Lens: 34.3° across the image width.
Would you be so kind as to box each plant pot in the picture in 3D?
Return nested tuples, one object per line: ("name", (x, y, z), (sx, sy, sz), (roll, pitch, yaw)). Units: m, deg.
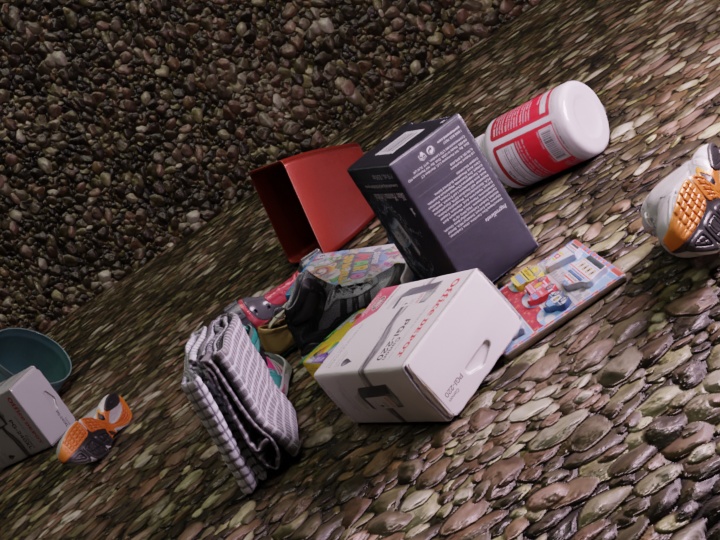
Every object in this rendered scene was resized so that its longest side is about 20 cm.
("plant pot", (-0.804, 0.252, 2.774), (0.135, 0.199, 0.201), (-59, 2, 24))
("plant pot", (-0.073, -0.146, 2.267), (0.175, 0.202, 0.199), (-28, 9, -22))

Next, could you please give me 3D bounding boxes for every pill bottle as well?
("pill bottle", (0.254, -0.189, 1.708), (0.199, 0.113, 0.112), (-23, 17, 44))

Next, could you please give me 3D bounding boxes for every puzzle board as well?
("puzzle board", (0.200, 0.024, 1.290), (0.150, 0.017, 0.200), (-35, 13, 3))

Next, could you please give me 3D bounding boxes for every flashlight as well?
("flashlight", (-0.141, 0.037, 2.028), (0.199, 0.068, 0.068), (-37, 11, -1))

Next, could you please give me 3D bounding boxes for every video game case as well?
("video game case", (0.000, 0.000, 1.752), (0.198, 0.018, 0.143), (-7, 23, 22))

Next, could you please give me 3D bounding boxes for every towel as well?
("towel", (-0.143, 0.149, 1.403), (0.085, 0.167, 0.200), (-28, 13, 1))

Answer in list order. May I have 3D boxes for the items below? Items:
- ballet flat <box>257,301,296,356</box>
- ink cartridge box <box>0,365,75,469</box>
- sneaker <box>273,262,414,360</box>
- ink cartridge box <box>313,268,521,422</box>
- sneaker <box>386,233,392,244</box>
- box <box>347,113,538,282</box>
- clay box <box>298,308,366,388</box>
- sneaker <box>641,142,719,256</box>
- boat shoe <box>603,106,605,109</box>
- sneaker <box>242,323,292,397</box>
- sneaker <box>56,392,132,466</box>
("ballet flat", (-0.070, 0.056, 1.780), (0.199, 0.063, 0.069), (-37, 13, -6))
("ink cartridge box", (-0.688, 0.296, 2.339), (0.199, 0.146, 0.083), (-26, 15, 37))
("sneaker", (-0.026, 0.032, 1.614), (0.200, 0.114, 0.075), (-40, 13, -3))
("ink cartridge box", (0.058, 0.085, 1.255), (0.146, 0.085, 0.199), (-51, 19, -25))
("sneaker", (0.078, -0.103, 1.852), (0.081, 0.116, 0.199), (-43, 15, -30))
("box", (0.102, -0.084, 1.518), (0.117, 0.201, 0.196), (-36, 12, -11))
("clay box", (0.006, 0.097, 1.465), (0.115, 0.048, 0.200), (-41, 12, -22))
("sneaker", (0.312, -0.051, 1.138), (0.092, 0.076, 0.200), (-35, 3, 34))
("boat shoe", (0.324, -0.237, 1.870), (0.061, 0.074, 0.200), (6, -7, -16))
("sneaker", (-0.160, 0.125, 1.631), (0.083, 0.121, 0.200), (-34, 12, 2))
("sneaker", (-0.465, 0.288, 1.983), (0.092, 0.076, 0.200), (-38, 3, 23))
